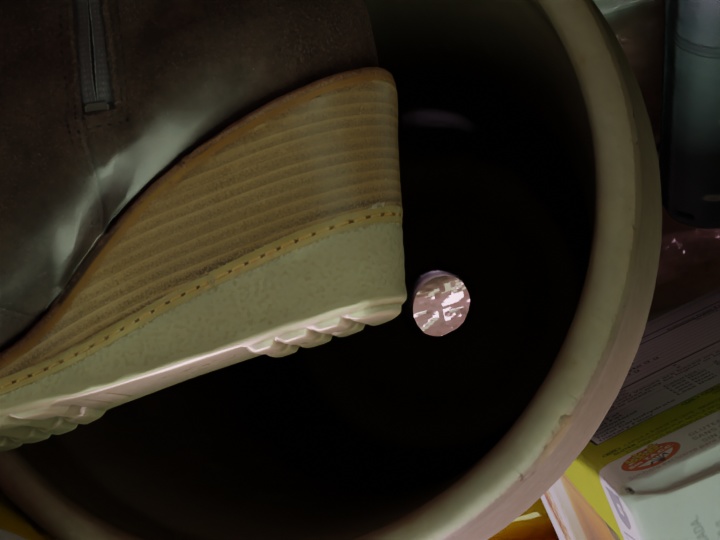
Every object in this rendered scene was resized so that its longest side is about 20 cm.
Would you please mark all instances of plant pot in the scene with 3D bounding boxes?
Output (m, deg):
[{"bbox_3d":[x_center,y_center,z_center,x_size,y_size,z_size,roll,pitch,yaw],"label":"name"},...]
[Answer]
[{"bbox_3d":[0.000,0.000,0.836,0.200,0.200,0.175,-25,163,12],"label":"plant pot"}]

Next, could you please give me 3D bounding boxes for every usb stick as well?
[{"bbox_3d":[0.117,-0.061,0.886,0.055,0.033,0.200,-15,159,-1],"label":"usb stick"}]

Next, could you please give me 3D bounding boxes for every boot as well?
[{"bbox_3d":[-0.094,-0.043,0.742,0.200,0.167,0.072,-17,171,4],"label":"boot"}]

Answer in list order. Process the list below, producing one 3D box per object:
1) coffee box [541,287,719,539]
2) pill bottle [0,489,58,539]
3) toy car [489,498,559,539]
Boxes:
[{"bbox_3d":[0.185,0.097,0.939,0.200,0.200,0.198,-25,-171,-6],"label":"coffee box"},{"bbox_3d":[-0.121,0.108,0.783,0.112,0.200,0.112,-4,104,-15],"label":"pill bottle"},{"bbox_3d":[0.105,0.142,1.103,0.175,0.150,0.200,-38,142,28],"label":"toy car"}]
